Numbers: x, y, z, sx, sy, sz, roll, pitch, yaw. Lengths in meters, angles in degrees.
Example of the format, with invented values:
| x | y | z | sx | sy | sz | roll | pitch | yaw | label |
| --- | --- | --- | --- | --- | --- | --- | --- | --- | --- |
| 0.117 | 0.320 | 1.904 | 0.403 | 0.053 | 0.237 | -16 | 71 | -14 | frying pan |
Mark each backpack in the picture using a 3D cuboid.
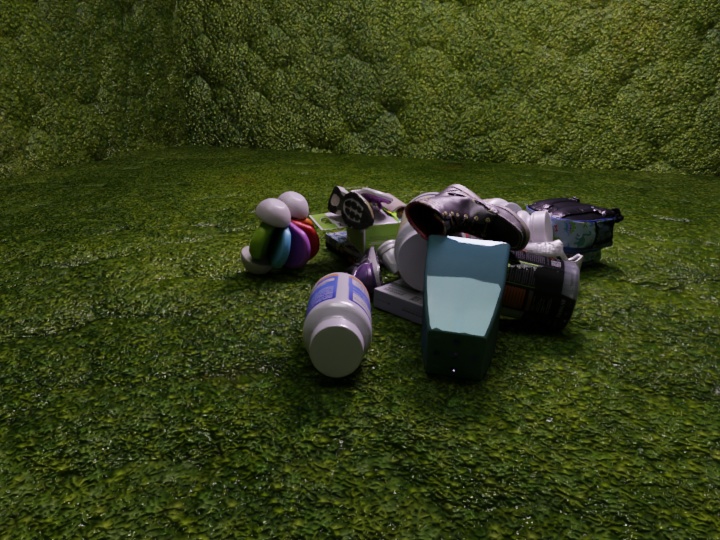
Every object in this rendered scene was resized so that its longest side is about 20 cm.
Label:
| x | y | z | sx | sy | sz | roll | pitch | yaw | label |
| --- | --- | --- | --- | --- | --- | --- | --- | --- | --- |
| 0.508 | -0.094 | 1.443 | 0.195 | 0.151 | 0.182 | -5 | 20 | -30 | backpack |

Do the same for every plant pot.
| x | y | z | sx | sy | sz | roll | pitch | yaw | label |
| --- | --- | --- | --- | --- | --- | --- | --- | --- | --- |
| 0.161 | 0.065 | 0.940 | 0.137 | 0.144 | 0.202 | 7 | 39 | 12 | plant pot |

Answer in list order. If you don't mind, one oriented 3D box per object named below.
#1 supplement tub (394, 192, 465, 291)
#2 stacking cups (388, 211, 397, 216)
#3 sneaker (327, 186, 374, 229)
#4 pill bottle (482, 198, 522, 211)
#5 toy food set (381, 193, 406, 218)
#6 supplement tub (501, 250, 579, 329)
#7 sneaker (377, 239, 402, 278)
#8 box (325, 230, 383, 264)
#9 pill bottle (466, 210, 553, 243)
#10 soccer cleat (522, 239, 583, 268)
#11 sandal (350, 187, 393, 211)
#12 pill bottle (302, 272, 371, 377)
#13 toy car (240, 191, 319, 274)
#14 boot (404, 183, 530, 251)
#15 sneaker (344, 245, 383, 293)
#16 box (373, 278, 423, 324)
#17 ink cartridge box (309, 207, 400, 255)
| x | y | z | sx | sy | sz | roll | pitch | yaw | label |
| --- | --- | --- | --- | --- | --- | --- | --- | --- | --- |
| 0.143 | -0.059 | 1.179 | 0.141 | 0.149 | 0.201 | 4 | 26 | 9 | supplement tub |
| 0.137 | -0.129 | 1.689 | 0.197 | 0.062 | 0.060 | 19 | 25 | 34 | stacking cups |
| -0.002 | -0.144 | 1.345 | 0.087 | 0.079 | 0.200 | 9 | 19 | -29 | sneaker |
| 0.336 | -0.129 | 1.528 | 0.110 | 0.116 | 0.199 | -7 | 5 | -23 | pill bottle |
| 0.133 | -0.114 | 1.496 | 0.198 | 0.061 | 0.144 | 36 | 6 | -22 | toy food set |
| 0.292 | 0.026 | 1.078 | 0.195 | 0.126 | 0.123 | 14 | 20 | 10 | supplement tub |
| 0.122 | -0.006 | 1.312 | 0.197 | 0.075 | 0.090 | 6 | 48 | -42 | sneaker |
| 0.007 | -0.061 | 1.494 | 0.133 | 0.041 | 0.199 | -9 | 21 | -24 | box |
| 0.343 | -0.076 | 1.366 | 0.195 | 0.117 | 0.113 | -6 | 13 | 30 | pill bottle |
| 0.393 | -0.036 | 1.263 | 0.196 | 0.087 | 0.069 | 25 | 8 | -10 | soccer cleat |
| 0.025 | -0.167 | 1.432 | 0.080 | 0.051 | 0.202 | 13 | 2 | -17 | sandal |
| -0.036 | 0.087 | 0.937 | 0.109 | 0.115 | 0.201 | 1 | 19 | 0 | pill bottle |
| -0.171 | -0.070 | 1.340 | 0.148 | 0.178 | 0.200 | 32 | 26 | 11 | toy car |
| 0.186 | -0.084 | 1.035 | 0.148 | 0.075 | 0.199 | -18 | 47 | -41 | boot |
| 0.000 | 0.000 | 1.266 | 0.085 | 0.078 | 0.200 | -13 | 12 | 2 | sneaker |
| 0.145 | 0.049 | 1.171 | 0.154 | 0.042 | 0.197 | 18 | 26 | 40 | box |
| -0.014 | -0.092 | 1.406 | 0.194 | 0.078 | 0.148 | -7 | 21 | -16 | ink cartridge box |
